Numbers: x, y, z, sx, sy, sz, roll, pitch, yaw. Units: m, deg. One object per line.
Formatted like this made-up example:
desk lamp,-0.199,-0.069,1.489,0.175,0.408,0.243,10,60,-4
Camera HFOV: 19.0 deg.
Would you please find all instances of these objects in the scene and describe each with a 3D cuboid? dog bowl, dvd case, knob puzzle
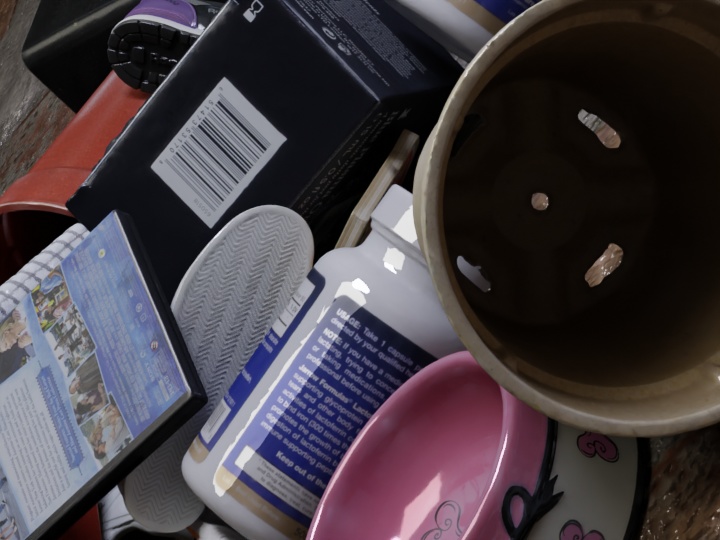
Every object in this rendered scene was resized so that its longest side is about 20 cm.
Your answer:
dog bowl,0.046,0.127,1.051,0.200,0.074,0.201,-45,25,28
dvd case,-0.180,0.080,1.254,0.200,0.018,0.143,-42,54,22
knob puzzle,0.000,0.000,1.329,0.220,0.030,0.220,-63,-2,-4

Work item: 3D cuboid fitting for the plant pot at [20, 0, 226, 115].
plant pot,-0.123,-0.204,1.717,0.177,0.200,0.200,-28,33,31

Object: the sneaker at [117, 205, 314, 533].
sneaker,-0.096,0.054,1.282,0.201,0.073,0.116,-65,11,-6

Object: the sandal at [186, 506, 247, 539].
sandal,-0.072,0.183,1.227,0.059,0.079,0.207,-59,14,-4

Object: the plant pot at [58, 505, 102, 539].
plant pot,-0.286,0.227,1.352,0.199,0.176,0.201,-30,62,39

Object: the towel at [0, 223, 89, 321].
towel,-0.244,0.070,1.459,0.166,0.086,0.200,-46,5,-40

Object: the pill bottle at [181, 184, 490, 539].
pill bottle,0.000,0.060,1.179,0.200,0.115,0.116,-55,22,3

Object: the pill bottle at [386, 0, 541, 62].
pill bottle,0.108,-0.226,1.327,0.200,0.115,0.116,-56,22,1

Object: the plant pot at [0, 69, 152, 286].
plant pot,-0.163,-0.042,1.585,0.200,0.201,0.196,-31,25,47

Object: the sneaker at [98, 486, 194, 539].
sneaker,-0.179,0.206,1.411,0.200,0.078,0.100,-50,27,20

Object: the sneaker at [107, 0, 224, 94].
sneaker,-0.075,-0.156,1.549,0.088,0.199,0.076,-62,-9,-52

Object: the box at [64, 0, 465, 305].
box,-0.051,-0.083,1.371,0.197,0.117,0.200,-48,-9,20

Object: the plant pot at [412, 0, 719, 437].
plant pot,0.107,-0.030,1.019,0.201,0.200,0.183,-58,11,-4
